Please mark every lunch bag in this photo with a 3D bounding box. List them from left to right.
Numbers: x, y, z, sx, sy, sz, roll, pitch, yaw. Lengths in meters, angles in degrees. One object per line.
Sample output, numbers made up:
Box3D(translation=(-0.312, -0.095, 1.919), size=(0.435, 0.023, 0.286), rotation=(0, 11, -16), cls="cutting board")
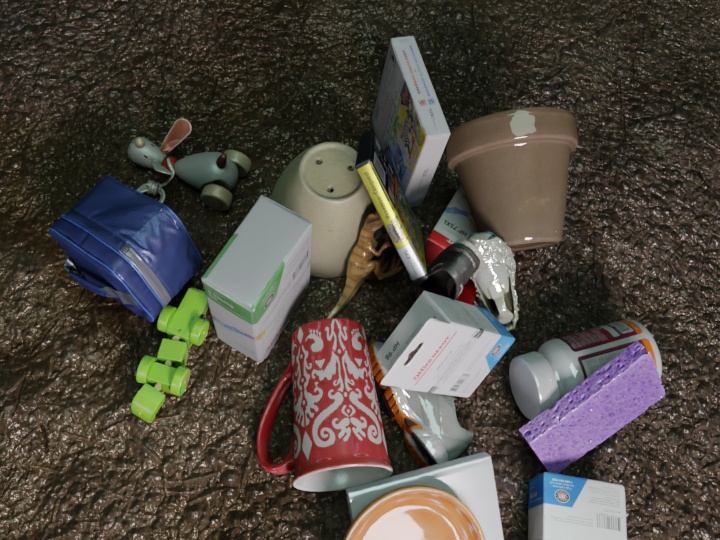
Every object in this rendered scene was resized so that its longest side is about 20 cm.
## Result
Box3D(translation=(-0.337, -0.028, 0.959), size=(0.197, 0.137, 0.133), rotation=(24, 61, 30), cls="lunch bag")

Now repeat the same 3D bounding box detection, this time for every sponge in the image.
Box3D(translation=(0.318, 0.192, 0.934), size=(0.199, 0.112, 0.030), rotation=(-38, 39, 4), cls="sponge")

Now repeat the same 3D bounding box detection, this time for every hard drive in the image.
Box3D(translation=(0.087, 0.328, 0.898), size=(0.195, 0.026, 0.135), rotation=(-11, 94, -12), cls="hard drive")

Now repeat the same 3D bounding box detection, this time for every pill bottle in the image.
Box3D(translation=(0.323, 0.146, 0.993), size=(0.195, 0.110, 0.112), rotation=(-13, 67, -14), cls="pill bottle")

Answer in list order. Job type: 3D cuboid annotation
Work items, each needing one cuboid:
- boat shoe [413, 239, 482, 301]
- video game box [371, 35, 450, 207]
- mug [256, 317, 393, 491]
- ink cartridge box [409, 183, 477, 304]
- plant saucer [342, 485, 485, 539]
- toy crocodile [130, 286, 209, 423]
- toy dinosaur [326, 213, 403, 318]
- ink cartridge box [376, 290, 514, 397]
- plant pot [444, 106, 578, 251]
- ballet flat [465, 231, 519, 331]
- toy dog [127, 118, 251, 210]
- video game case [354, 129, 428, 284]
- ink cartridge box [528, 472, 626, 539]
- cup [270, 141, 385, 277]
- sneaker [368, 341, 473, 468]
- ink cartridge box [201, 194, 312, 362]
Box3D(translation=(0.109, 0.023, 0.971), size=(0.067, 0.201, 0.057), rotation=(41, 62, 7), cls="boat shoe")
Box3D(translation=(0.073, -0.228, 1.084), size=(0.046, 0.201, 0.186), rotation=(-9, 67, -13), cls="video game box")
Box3D(translation=(-0.054, 0.179, 0.922), size=(0.173, 0.134, 0.204), rotation=(-2, 62, -10), cls="mug")
Box3D(translation=(0.173, -0.049, 1.087), size=(0.115, 0.068, 0.202), rotation=(31, 65, 6), cls="ink cartridge box")
Box3D(translation=(0.064, 0.369, 0.862), size=(0.195, 0.037, 0.206), rotation=(0, 92, -13), cls="plant saucer")
Box3D(translation=(-0.262, 0.115, 0.966), size=(0.066, 0.062, 0.203), rotation=(15, 60, 1), cls="toy crocodile")
Box3D(translation=(0.000, 0.000, 1.033), size=(0.104, 0.203, 0.060), rotation=(5, 27, -35), cls="toy dinosaur")
Box3D(translation=(0.105, 0.100, 0.921), size=(0.198, 0.117, 0.067), rotation=(17, 26, -45), cls="ink cartridge box")
Box3D(translation=(0.226, -0.121, 1.005), size=(0.195, 0.200, 0.179), rotation=(-5, 86, -10), cls="plant pot")
Box3D(translation=(0.198, 0.024, 0.985), size=(0.070, 0.201, 0.073), rotation=(-12, 53, 16), cls="ballet flat")
Box3D(translation=(-0.270, -0.170, 1.070), size=(0.195, 0.097, 0.135), rotation=(-1, 65, -8), cls="toy dog")
Box3D(translation=(0.046, -0.099, 0.990), size=(0.025, 0.201, 0.183), rotation=(-24, 109, 12), cls="video game case")
Box3D(translation=(0.282, 0.381, 0.896), size=(0.113, 0.068, 0.204), rotation=(10, 64, -2), cls="ink cartridge box")
Box3D(translation=(-0.047, -0.111, 1.046), size=(0.195, 0.144, 0.205), rotation=(3, 65, -5), cls="cup")
Box3D(translation=(0.082, 0.182, 0.975), size=(0.091, 0.076, 0.202), rotation=(-27, 79, -26), cls="sneaker")
Box3D(translation=(-0.136, 0.019, 0.944), size=(0.086, 0.201, 0.147), rotation=(27, 65, 10), cls="ink cartridge box")
